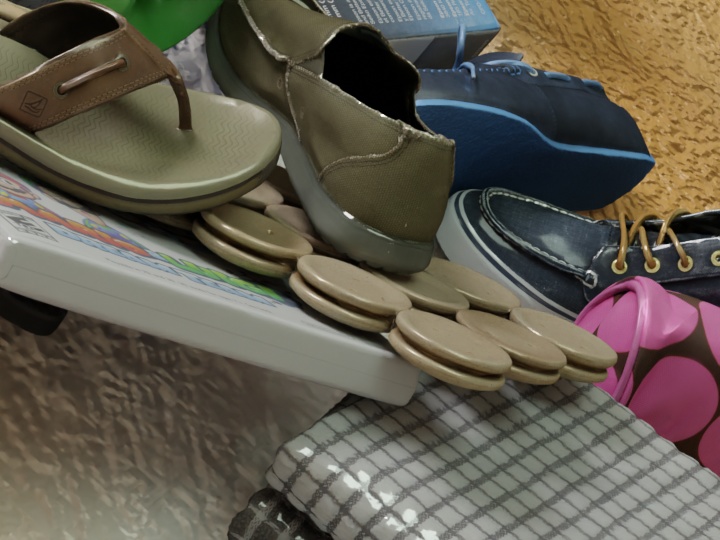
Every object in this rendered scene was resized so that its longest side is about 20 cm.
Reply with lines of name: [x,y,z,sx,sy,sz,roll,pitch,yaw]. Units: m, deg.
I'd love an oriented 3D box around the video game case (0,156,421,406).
video game case: [-0.097,-0.011,1.158,0.200,0.024,0.182,18,11,-37]

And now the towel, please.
towel: [0.058,0.114,1.190,0.165,0.086,0.200,38,29,16]

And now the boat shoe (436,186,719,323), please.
boat shoe: [0.140,-0.004,1.391,0.200,0.091,0.071,28,35,-12]

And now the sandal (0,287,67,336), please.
sandal: [-0.203,-0.020,1.159,0.200,0.045,0.075,28,11,12]

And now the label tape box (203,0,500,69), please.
label tape box: [-0.045,-0.151,1.415,0.200,0.063,0.144,-9,62,-46]

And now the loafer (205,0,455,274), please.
loafer: [-0.005,-0.078,1.248,0.075,0.070,0.200,14,28,-35]

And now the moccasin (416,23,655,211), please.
moccasin: [0.062,-0.072,1.427,0.200,0.080,0.068,13,47,-52]

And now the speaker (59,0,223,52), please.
speaker: [-0.142,-0.188,1.289,0.200,0.089,0.088,48,36,19]

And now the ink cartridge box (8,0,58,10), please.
ink cartridge box: [-0.186,-0.186,1.361,0.163,0.057,0.200,46,40,14]

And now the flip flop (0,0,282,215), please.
flip flop: [-0.123,-0.082,1.156,0.200,0.058,0.081,23,34,-10]

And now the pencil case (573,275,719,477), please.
pencil case: [0.184,0.076,1.344,0.200,0.094,0.091,21,-7,-20]

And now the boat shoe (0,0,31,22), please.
boat shoe: [-0.183,-0.096,1.216,0.200,0.071,0.064,8,7,-39]

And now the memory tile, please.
memory tile: [0.000,0.000,1.209,0.200,0.017,0.153,30,14,25]
